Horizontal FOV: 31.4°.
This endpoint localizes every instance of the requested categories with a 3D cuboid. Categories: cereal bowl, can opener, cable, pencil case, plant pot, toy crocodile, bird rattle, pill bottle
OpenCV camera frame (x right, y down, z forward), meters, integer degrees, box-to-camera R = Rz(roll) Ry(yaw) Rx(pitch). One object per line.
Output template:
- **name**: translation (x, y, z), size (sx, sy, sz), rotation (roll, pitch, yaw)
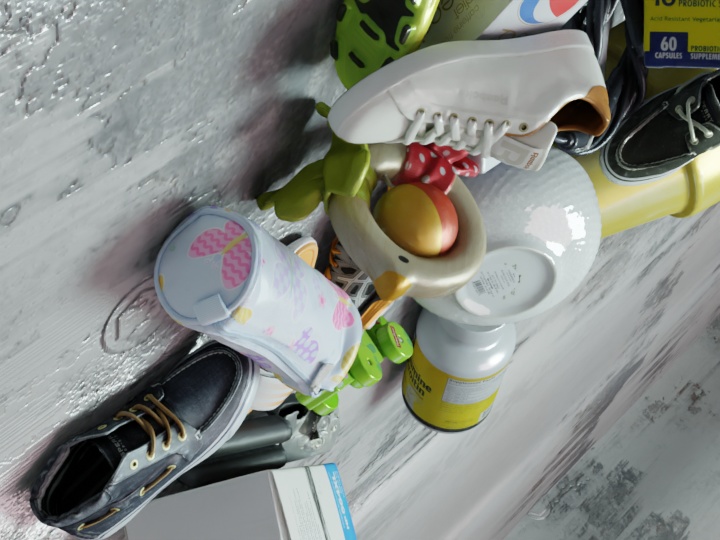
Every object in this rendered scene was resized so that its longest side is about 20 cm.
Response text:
- **cereal bowl**: translation (0.125, -0.018, 1.152), size (0.199, 0.084, 0.201), rotation (-5, 137, -5)
- **can opener**: translation (-0.097, 0.153, 1.185), size (0.199, 0.067, 0.054), rotation (-5, 113, -47)
- **cable**: translation (0.213, -0.192, 1.074), size (0.163, 0.051, 0.201), rotation (6, 103, -55)
- **pencil case**: translation (-0.070, 0.028, 0.928), size (0.200, 0.083, 0.091), rotation (43, 46, -60)
- **plant pot**: translation (0.245, -0.120, 1.259), size (0.188, 0.201, 0.201), rotation (-31, 157, -6)
- **toy crocodile**: translation (-0.009, 0.080, 1.177), size (0.067, 0.062, 0.200), rotation (-35, 178, 26)
- **bird rattle**: translation (0.028, -0.052, 0.952), size (0.199, 0.164, 0.113), rotation (-10, 157, -49)
- **pill bottle**: translation (0.112, 0.090, 1.432), size (0.112, 0.112, 0.200), rotation (-39, 157, -29)

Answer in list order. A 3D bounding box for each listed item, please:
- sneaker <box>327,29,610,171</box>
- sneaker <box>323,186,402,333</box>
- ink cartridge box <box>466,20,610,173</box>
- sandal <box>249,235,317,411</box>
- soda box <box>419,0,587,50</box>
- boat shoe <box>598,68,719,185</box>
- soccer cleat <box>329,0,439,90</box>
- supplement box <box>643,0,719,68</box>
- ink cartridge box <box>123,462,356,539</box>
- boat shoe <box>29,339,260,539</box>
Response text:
- **sneaker**: translation (0.080, -0.104, 0.850), size (0.199, 0.085, 0.073), rotation (-14, 162, -17)
- **sneaker**: translation (0.000, 0.000, 1.099), size (0.200, 0.077, 0.078), rotation (-41, -165, 26)
- **ink cartridge box**: translation (0.144, -0.206, 1.050), size (0.196, 0.043, 0.201), rotation (-33, 132, -41)
- **sandal**: translation (-0.070, 0.066, 1.072), size (0.079, 0.059, 0.207), rotation (-28, 150, -47)
- **soda box**: translation (0.098, -0.187, 0.877), size (0.068, 0.064, 0.200), rotation (-1, 148, -41)
- **boat shoe**: translation (0.301, -0.141, 1.130), size (0.199, 0.071, 0.064), rotation (-31, 178, 9)
- **soccer cleat**: translation (0.043, -0.200, 0.838), size (0.084, 0.065, 0.201), rotation (-25, 148, -50)
- **supplement box**: translation (0.297, -0.274, 1.049), size (0.110, 0.108, 0.201), rotation (-42, 133, -57)
- **ink cartridge box**: translation (-0.103, 0.231, 1.150), size (0.145, 0.085, 0.200), rotation (-17, 169, 12)
- **boat shoe**: translation (-0.158, 0.125, 0.965), size (0.200, 0.071, 0.091), rotation (-46, 164, -6)
